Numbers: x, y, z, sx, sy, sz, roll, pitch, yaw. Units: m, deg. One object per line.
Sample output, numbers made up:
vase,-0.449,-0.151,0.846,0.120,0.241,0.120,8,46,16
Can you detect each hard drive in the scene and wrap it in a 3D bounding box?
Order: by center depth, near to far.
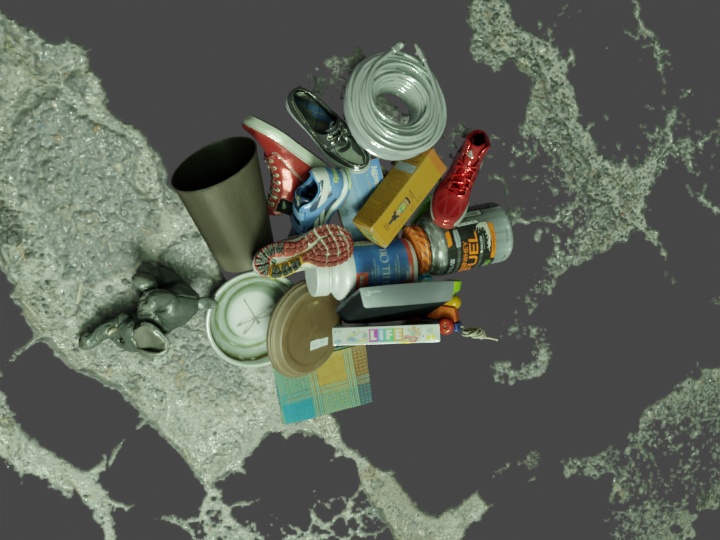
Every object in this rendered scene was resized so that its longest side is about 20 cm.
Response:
hard drive,0.067,0.061,1.684,0.199,0.135,0.043,-4,72,-26

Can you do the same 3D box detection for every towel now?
towel,-0.077,0.233,1.850,0.199,0.022,0.147,-13,113,-15

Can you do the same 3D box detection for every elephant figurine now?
elephant figurine,-0.397,0.098,1.659,0.200,0.155,0.141,-59,158,19

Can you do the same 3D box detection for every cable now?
cable,0.061,-0.300,1.630,0.200,0.069,0.201,-29,89,-26

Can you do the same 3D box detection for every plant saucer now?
plant saucer,-0.207,0.089,1.739,0.199,0.050,0.201,-6,110,-18
plant saucer,-0.102,0.115,1.742,0.200,0.029,0.201,-20,118,-45

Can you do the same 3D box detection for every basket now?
basket,-0.232,-0.109,1.607,0.180,0.136,0.201,-51,139,-38

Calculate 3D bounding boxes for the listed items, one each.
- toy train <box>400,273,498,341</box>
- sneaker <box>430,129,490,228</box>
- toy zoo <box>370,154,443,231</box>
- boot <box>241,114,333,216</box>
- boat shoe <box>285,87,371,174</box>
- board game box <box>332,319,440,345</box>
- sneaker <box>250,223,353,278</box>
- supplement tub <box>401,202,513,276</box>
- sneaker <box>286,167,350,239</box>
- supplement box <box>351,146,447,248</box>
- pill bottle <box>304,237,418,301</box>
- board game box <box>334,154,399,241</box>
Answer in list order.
toy train,0.186,0.069,1.804,0.199,0.085,0.116,8,95,16
sneaker,0.188,-0.184,1.692,0.078,0.116,0.201,18,64,4
toy zoo,0.066,-0.173,1.750,0.200,0.020,0.131,35,96,-25
boot,-0.163,-0.184,1.650,0.200,0.072,0.144,35,97,-28
boat shoe,-0.056,-0.257,1.620,0.070,0.066,0.200,-42,92,-9
board game box,0.051,0.118,1.711,0.199,0.134,0.034,-2,91,3
sneaker,-0.105,-0.036,1.608,0.199,0.082,0.078,-11,94,-24
supplement tub,0.189,-0.059,1.762,0.199,0.123,0.123,-13,112,-20
sneaker,-0.096,-0.109,1.637,0.082,0.074,0.200,8,123,-39
supplement box,0.073,-0.143,1.681,0.200,0.069,0.067,-53,135,-12
pill bottle,0.000,0.000,1.707,0.199,0.112,0.113,-7,111,-20
board game box,0.007,-0.119,1.717,0.103,0.019,0.201,-21,126,-6
